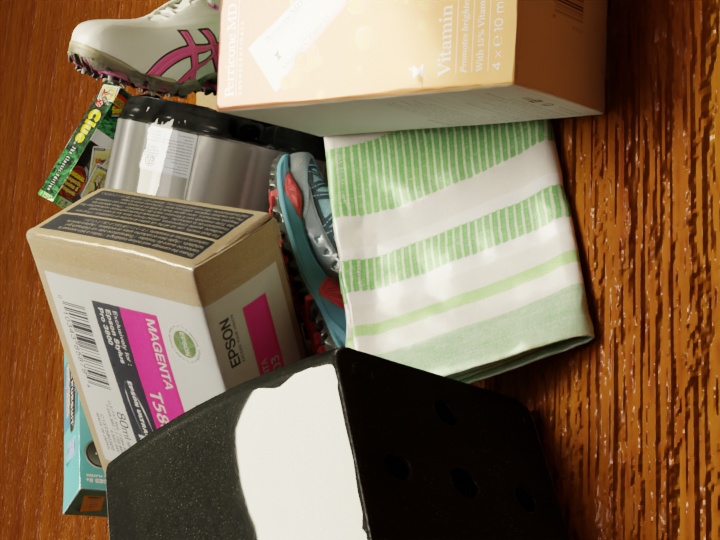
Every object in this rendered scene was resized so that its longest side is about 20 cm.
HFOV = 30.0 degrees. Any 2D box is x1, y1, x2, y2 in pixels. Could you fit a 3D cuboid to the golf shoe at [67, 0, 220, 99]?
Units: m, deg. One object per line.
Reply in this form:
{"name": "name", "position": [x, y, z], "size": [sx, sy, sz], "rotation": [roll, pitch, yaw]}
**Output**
{"name": "golf shoe", "position": [-0.126, -0.170, 0.970], "size": [0.072, 0.200, 0.092], "rotation": [21, 106, 36]}

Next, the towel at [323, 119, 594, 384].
{"name": "towel", "position": [0.046, -0.028, 0.770], "size": [0.152, 0.023, 0.201], "rotation": [-22, 56, 26]}

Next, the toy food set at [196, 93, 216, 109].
{"name": "toy food set", "position": [-0.094, -0.189, 1.183], "size": [0.198, 0.048, 0.201], "rotation": [5, 85, 65]}

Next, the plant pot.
{"name": "plant pot", "position": [0.000, 0.156, 0.700], "size": [0.177, 0.199, 0.200], "rotation": [-46, 40, 35]}

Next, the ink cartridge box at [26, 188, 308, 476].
{"name": "ink cartridge box", "position": [-0.114, 0.057, 0.869], "size": [0.164, 0.075, 0.201], "rotation": [10, 123, 40]}

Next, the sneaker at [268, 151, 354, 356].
{"name": "sneaker", "position": [0.000, 0.000, 0.865], "size": [0.079, 0.095, 0.200], "rotation": [92, 160, -53]}

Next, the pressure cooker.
{"name": "pressure cooker", "position": [-0.118, -0.021, 1.018], "size": [0.176, 0.178, 0.201], "rotation": [16, 95, 62]}

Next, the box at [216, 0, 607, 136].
{"name": "box", "position": [0.027, -0.147, 0.742], "size": [0.199, 0.097, 0.125], "rotation": [0, 86, 37]}

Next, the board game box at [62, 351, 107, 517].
{"name": "board game box", "position": [-0.165, 0.106, 1.104], "size": [0.047, 0.150, 0.201], "rotation": [-52, 37, 45]}

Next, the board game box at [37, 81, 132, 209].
{"name": "board game box", "position": [-0.168, -0.064, 1.108], "size": [0.023, 0.200, 0.105], "rotation": [23, 82, 36]}

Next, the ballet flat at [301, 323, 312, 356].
{"name": "ballet flat", "position": [-0.029, 0.070, 0.940], "size": [0.072, 0.072, 0.201], "rotation": [-160, 75, -65]}
